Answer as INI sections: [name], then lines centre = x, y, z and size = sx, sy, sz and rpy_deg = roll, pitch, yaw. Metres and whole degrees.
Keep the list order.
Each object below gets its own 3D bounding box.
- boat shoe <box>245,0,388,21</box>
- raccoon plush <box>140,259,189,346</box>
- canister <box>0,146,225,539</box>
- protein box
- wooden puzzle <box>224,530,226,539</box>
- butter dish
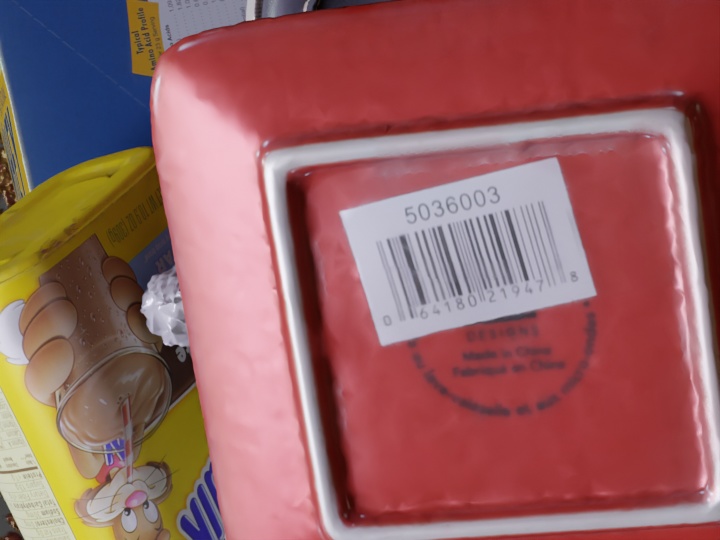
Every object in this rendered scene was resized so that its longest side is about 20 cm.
[boat shoe]
centre = 0.021, -0.126, 1.010
size = 0.063, 0.073, 0.200
rpy_deg = 29, 97, 57
[raccoon plush]
centre = -0.033, -0.063, 1.271
size = 0.134, 0.200, 0.097
rpy_deg = 45, 142, 36
[canister]
centre = -0.096, 0.066, 1.268
size = 0.149, 0.086, 0.200
rpy_deg = -45, -63, -49
[protein box]
centre = -0.063, -0.054, 1.419
size = 0.135, 0.199, 0.199
rpy_deg = 138, 119, -80
[wooden puzzle]
centre = 0.064, 0.130, 0.992
size = 0.037, 0.200, 0.185
rpy_deg = 38, -148, -61
[butter dish]
centre = 0.054, -0.003, 0.948
size = 0.148, 0.199, 0.200
rpy_deg = -59, -39, -68
